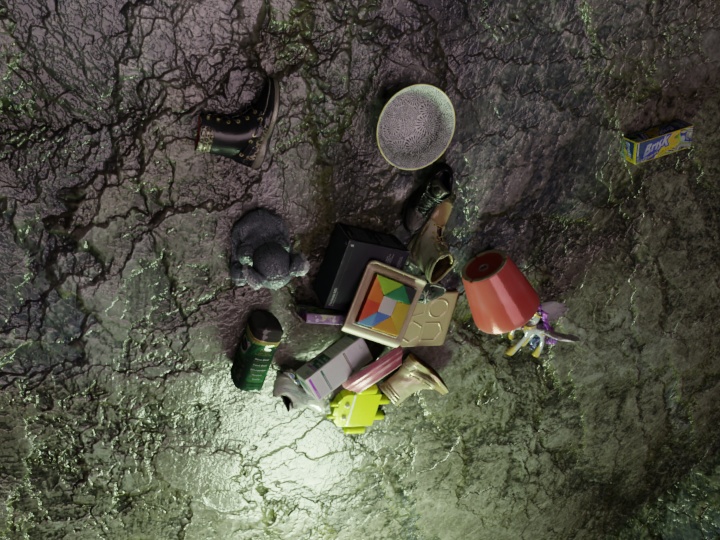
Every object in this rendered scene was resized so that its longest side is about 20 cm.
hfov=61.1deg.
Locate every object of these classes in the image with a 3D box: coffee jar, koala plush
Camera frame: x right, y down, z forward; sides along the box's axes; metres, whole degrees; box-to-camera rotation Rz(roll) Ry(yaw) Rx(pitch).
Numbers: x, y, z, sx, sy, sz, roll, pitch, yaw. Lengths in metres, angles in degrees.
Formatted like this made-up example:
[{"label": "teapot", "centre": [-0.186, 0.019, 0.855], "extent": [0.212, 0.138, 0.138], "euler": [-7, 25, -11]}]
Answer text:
[{"label": "coffee jar", "centre": [-0.271, 0.210, 1.598], "extent": [0.085, 0.104, 0.201], "euler": [11, 114, -30]}, {"label": "koala plush", "centre": [-0.217, -0.027, 1.427], "extent": [0.175, 0.200, 0.185], "euler": [-11, 122, -16]}]

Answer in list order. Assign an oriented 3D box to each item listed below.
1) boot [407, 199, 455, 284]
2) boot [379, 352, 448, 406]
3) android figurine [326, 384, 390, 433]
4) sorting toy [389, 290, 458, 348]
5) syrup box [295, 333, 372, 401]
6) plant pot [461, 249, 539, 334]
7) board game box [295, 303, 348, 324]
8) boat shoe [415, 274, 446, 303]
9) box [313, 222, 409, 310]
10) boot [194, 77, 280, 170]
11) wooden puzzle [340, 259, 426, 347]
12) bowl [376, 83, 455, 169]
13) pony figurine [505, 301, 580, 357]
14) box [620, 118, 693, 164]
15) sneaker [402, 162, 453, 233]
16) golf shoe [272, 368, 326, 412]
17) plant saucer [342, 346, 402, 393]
[{"label": "boot", "centre": [0.205, -0.080, 1.601], "extent": [0.072, 0.155, 0.201], "euler": [18, 110, -30]}, {"label": "boot", "centre": [0.168, 0.361, 1.887], "extent": [0.156, 0.073, 0.200], "euler": [-46, 123, 6]}, {"label": "android figurine", "centre": [-0.009, 0.422, 1.869], "extent": [0.198, 0.041, 0.184], "euler": [5, 116, -27]}, {"label": "sorting toy", "centre": [0.184, 0.140, 1.796], "extent": [0.198, 0.037, 0.187], "euler": [-2, 119, -27]}, {"label": "syrup box", "centre": [-0.073, 0.263, 1.688], "extent": [0.199, 0.079, 0.082], "euler": [-34, 111, -19]}, {"label": "plant pot", "centre": [0.385, 0.052, 1.742], "extent": [0.199, 0.201, 0.178], "euler": [-34, 117, -1]}, {"label": "board game box", "centre": [-0.063, 0.119, 1.615], "extent": [0.198, 0.120, 0.033], "euler": [6, 93, -20]}, {"label": "boat shoe", "centre": [0.167, 0.055, 1.666], "extent": [0.199, 0.071, 0.073], "euler": [-18, 132, -46]}, {"label": "box", "centre": [0.000, 0.000, 1.592], "extent": [0.181, 0.104, 0.202], "euler": [10, 113, -29]}, {"label": "boot", "centre": [-0.264, -0.327, 1.314], "extent": [0.152, 0.074, 0.205], "euler": [10, 114, -24]}, {"label": "wooden puzzle", "centre": [0.064, 0.091, 1.563], "extent": [0.184, 0.037, 0.202], "euler": [20, 98, -29]}, {"label": "bowl", "centre": [0.115, -0.349, 1.446], "extent": [0.199, 0.094, 0.203], "euler": [-10, 121, -18]}, {"label": "pony figurine", "centre": [0.568, 0.186, 1.925], "extent": [0.191, 0.167, 0.201], "euler": [7, 131, -17]}, {"label": "box", "centre": [0.856, -0.372, 1.763], "extent": [0.198, 0.064, 0.071], "euler": [-18, 123, -12]}, {"label": "sneaker", "centre": [0.170, -0.180, 1.548], "extent": [0.076, 0.114, 0.200], "euler": [33, 103, -5]}, {"label": "golf shoe", "centre": [-0.178, 0.364, 1.720], "extent": [0.078, 0.098, 0.200], "euler": [-14, 132, 41]}, {"label": "plant saucer", "centre": [0.042, 0.286, 1.729], "extent": [0.200, 0.201, 0.051], "euler": [-33, 81, -2]}]
